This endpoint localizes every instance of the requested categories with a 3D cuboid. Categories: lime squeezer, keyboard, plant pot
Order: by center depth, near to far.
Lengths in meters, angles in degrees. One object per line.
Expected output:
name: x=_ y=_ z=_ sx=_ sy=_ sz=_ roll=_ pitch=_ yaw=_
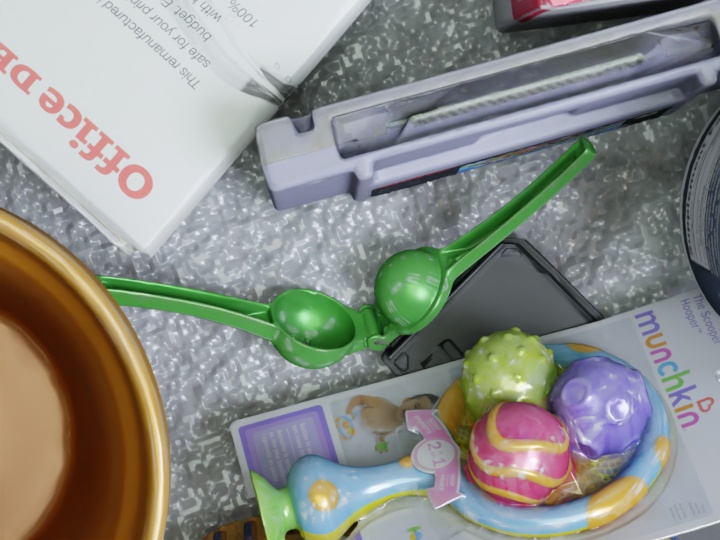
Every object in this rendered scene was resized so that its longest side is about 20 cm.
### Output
plant pot: x=-0.167 y=0.069 z=1.027 sx=0.199 sy=0.183 sz=0.202 roll=0 pitch=91 yaw=-2
lime squeezer: x=0.000 y=0.000 z=1.095 sx=0.199 sy=0.038 sz=0.071 roll=-16 pitch=118 yaw=1
keyboard: x=0.085 y=0.097 z=1.119 sx=0.127 sy=0.021 sz=0.200 roll=-44 pitch=91 yaw=-2

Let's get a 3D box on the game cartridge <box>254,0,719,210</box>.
game cartridge: x=0.059 y=-0.061 z=1.059 sx=0.199 sy=0.130 sz=0.039 roll=-15 pitch=84 yaw=-1

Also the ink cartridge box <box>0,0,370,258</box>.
ink cartridge box: x=-0.072 y=-0.125 z=1.075 sx=0.144 sy=0.084 sz=0.200 roll=41 pitch=89 yaw=-3

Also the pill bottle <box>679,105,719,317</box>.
pill bottle: x=0.182 y=-0.019 z=1.025 sx=0.119 sy=0.200 sz=0.121 roll=0 pitch=97 yaw=-4

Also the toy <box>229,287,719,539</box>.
toy: x=0.053 y=0.061 z=1.052 sx=0.199 sy=0.116 sz=0.047 roll=-18 pitch=136 yaw=0

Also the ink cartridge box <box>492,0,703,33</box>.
ink cartridge box: x=0.084 y=-0.197 z=1.048 sx=0.084 sy=0.145 sz=0.202 roll=-8 pitch=92 yaw=-3

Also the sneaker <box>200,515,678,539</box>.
sneaker: x=0.031 y=0.136 z=1.086 sx=0.198 sy=0.075 sz=0.089 roll=-6 pitch=118 yaw=15
